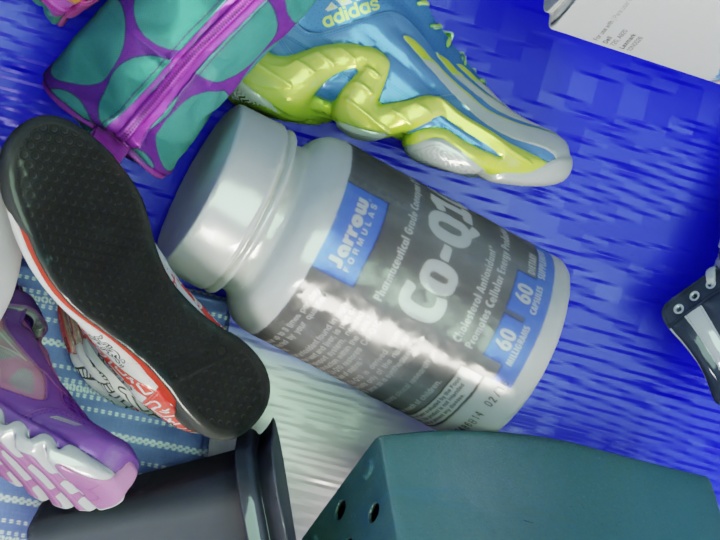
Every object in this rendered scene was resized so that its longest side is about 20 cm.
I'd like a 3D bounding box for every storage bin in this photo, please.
[{"bbox_3d":[-0.092,0.192,1.372,0.134,0.146,0.201,-10,96,0],"label":"storage bin"}]

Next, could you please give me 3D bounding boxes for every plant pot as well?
[{"bbox_3d":[0.077,0.173,1.387,0.200,0.141,0.141,20,124,-23],"label":"plant pot"}]

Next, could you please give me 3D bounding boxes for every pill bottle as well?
[{"bbox_3d":[0.000,0.000,1.402,0.200,0.114,0.114,28,90,-15],"label":"pill bottle"}]

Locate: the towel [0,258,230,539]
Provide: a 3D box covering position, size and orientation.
[{"bbox_3d":[-0.153,0.099,1.428,0.144,0.024,0.201,10,92,-13],"label":"towel"}]

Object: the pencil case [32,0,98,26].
[{"bbox_3d":[-0.197,-0.211,1.347,0.200,0.088,0.088,40,87,-14],"label":"pencil case"}]

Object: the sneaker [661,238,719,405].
[{"bbox_3d":[0.217,-0.022,1.473,0.108,0.070,0.201,-13,75,20],"label":"sneaker"}]

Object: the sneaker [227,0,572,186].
[{"bbox_3d":[0.029,-0.112,1.416,0.199,0.076,0.105,16,92,-14],"label":"sneaker"}]

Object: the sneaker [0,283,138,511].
[{"bbox_3d":[-0.185,0.048,1.347,0.089,0.200,0.081,-52,150,-20],"label":"sneaker"}]

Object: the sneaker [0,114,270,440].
[{"bbox_3d":[-0.136,0.004,1.345,0.067,0.108,0.202,-48,119,-20],"label":"sneaker"}]

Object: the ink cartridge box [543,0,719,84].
[{"bbox_3d":[0.210,-0.177,1.417,0.199,0.084,0.145,17,60,-14],"label":"ink cartridge box"}]

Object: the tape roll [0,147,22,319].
[{"bbox_3d":[-0.270,-0.023,1.305,0.202,0.071,0.203,-2,66,5],"label":"tape roll"}]

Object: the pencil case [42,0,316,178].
[{"bbox_3d":[-0.068,-0.141,1.345,0.085,0.092,0.200,39,99,-24],"label":"pencil case"}]
